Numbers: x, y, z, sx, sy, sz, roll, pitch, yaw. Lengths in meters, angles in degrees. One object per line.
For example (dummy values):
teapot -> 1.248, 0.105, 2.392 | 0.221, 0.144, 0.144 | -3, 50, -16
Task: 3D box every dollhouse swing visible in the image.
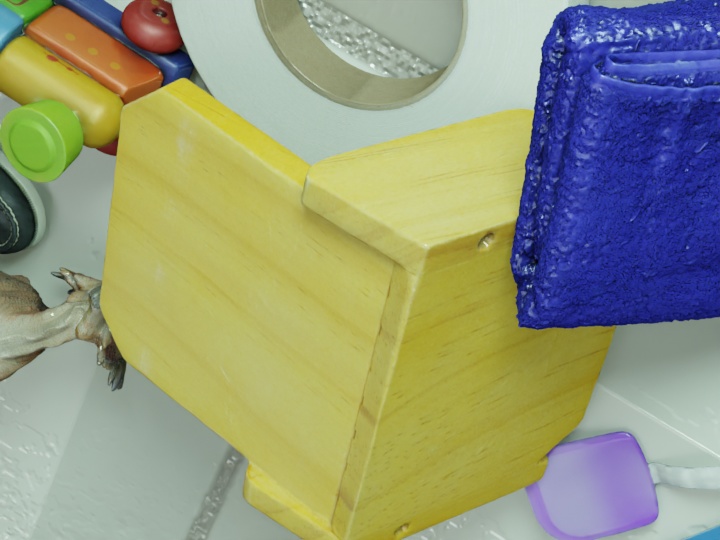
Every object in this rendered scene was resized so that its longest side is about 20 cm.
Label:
dollhouse swing -> 0.000, 0.000, 0.878 | 0.176, 0.181, 0.200 | 48, 141, 35

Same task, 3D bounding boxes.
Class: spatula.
spatula -> 0.176, 0.100, 0.907 | 0.200, 0.021, 0.057 | -11, 107, 29

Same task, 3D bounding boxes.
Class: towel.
towel -> 0.166, -0.040, 0.754 | 0.199, 0.050, 0.148 | -4, 121, -14

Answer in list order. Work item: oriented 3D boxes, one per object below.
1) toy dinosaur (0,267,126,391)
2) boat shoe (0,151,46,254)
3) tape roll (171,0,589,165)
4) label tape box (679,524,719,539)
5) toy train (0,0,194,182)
toy dinosaur -> -0.195, 0.027, 1.008 | 0.200, 0.135, 0.086 | 25, 131, 49
boat shoe -> -0.269, -0.057, 1.009 | 0.199, 0.066, 0.075 | 32, 126, 7
tape roll -> 0.006, -0.131, 0.854 | 0.202, 0.037, 0.203 | 12, 122, 20
label tape box -> 0.210, 0.229, 0.935 | 0.143, 0.066, 0.200 | -29, 103, 35
toy train -> -0.128, -0.077, 0.899 | 0.200, 0.116, 0.085 | 33, 126, 6
